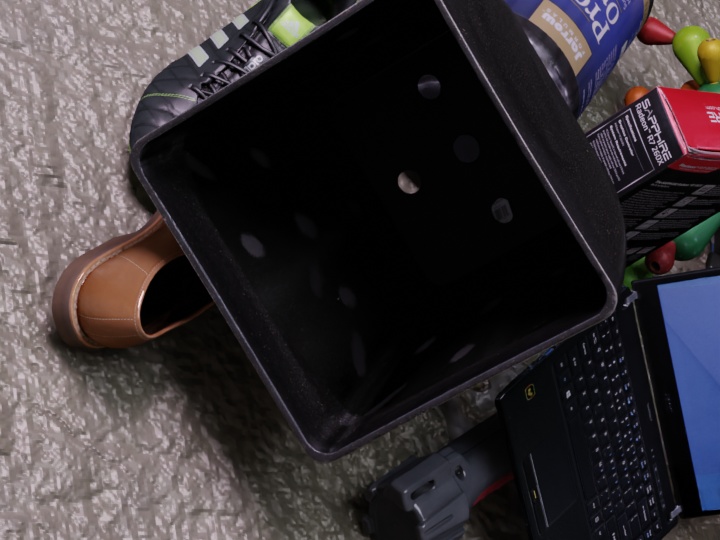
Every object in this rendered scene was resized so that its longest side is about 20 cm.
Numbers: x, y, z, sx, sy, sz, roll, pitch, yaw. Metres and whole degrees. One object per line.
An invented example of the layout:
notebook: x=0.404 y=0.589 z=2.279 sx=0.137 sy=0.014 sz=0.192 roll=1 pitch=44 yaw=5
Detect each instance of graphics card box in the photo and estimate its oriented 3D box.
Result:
graphics card box: x=0.150 y=-0.041 z=1.404 sx=0.125 sy=0.200 sz=0.051 roll=-1 pitch=64 yaw=-48

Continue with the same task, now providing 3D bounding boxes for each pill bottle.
pill bottle: x=0.103 y=-0.140 z=1.496 sx=0.112 sy=0.112 sz=0.200 roll=43 pitch=49 yaw=-7

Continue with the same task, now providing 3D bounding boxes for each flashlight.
flashlight: x=0.085 y=0.112 z=1.382 sx=0.200 sy=0.068 sz=0.068 roll=-31 pitch=95 yaw=-36

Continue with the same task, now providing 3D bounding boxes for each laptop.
laptop: x=0.192 y=0.103 z=1.366 sx=0.200 sy=0.103 sz=0.178 roll=-37 pitch=125 yaw=-35

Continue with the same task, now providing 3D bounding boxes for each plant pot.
plant pot: x=0.031 y=-0.047 z=1.272 sx=0.200 sy=0.199 sz=0.177 roll=58 pitch=26 yaw=-5

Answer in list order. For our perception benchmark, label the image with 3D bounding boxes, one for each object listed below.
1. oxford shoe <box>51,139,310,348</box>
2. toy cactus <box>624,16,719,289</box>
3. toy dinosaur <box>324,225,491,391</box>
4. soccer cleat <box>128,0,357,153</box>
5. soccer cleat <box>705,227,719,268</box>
oxford shoe: x=-0.081 y=-0.014 z=1.313 sx=0.200 sy=0.071 sz=0.071 roll=-44 pitch=126 yaw=-38
toy cactus: x=0.223 y=-0.072 z=1.526 sx=0.165 sy=0.102 sz=0.200 roll=11 pitch=61 yaw=16
toy dinosaur: x=0.000 y=0.000 z=1.393 sx=0.088 sy=0.047 sz=0.200 roll=-21 pitch=78 yaw=-55
soccer cleat: x=-0.068 y=-0.121 z=1.386 sx=0.068 sy=0.081 sz=0.200 roll=45 pitch=49 yaw=-6
soccer cleat: x=0.276 y=-0.026 z=1.593 sx=0.086 sy=0.070 sz=0.200 roll=44 pitch=44 yaw=-35
